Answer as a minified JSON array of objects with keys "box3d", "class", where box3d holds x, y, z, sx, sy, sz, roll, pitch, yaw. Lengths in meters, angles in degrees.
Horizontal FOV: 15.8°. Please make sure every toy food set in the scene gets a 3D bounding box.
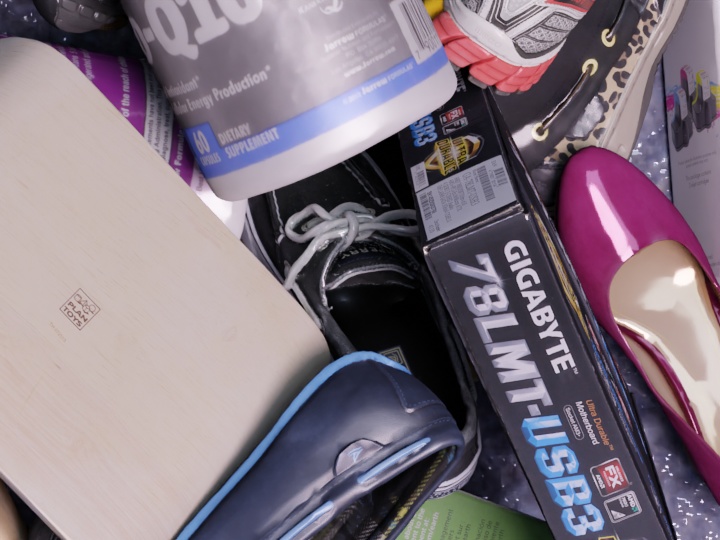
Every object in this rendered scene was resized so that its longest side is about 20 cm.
[{"box3d":[-0.122,0.021,1.048,0.200,0.060,0.144,47,63,-8],"class":"toy food set"}]

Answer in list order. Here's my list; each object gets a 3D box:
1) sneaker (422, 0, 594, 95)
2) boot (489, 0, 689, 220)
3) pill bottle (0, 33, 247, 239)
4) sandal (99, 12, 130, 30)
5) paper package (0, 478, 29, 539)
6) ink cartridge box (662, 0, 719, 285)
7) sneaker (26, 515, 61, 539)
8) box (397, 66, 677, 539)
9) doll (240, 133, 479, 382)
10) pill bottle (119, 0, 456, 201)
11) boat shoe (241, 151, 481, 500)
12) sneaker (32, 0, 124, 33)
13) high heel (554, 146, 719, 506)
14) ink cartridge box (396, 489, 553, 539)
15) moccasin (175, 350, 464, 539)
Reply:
[{"box3d":[0.095,-0.159,1.130,0.078,0.082,0.200,32,44,-8],"class":"sneaker"},{"box3d":[0.074,-0.138,1.215,0.150,0.073,0.201,21,85,-31],"class":"boot"},{"box3d":[-0.155,-0.047,1.128,0.199,0.112,0.113,10,81,-16],"class":"pill bottle"},{"box3d":[-0.131,-0.132,1.166,0.199,0.082,0.055,-11,107,-16],"class":"sandal"},{"box3d":[-0.213,0.178,1.091,0.190,0.103,0.200,-28,92,-20],"class":"paper package"},{"box3d":[0.214,-0.095,1.272,0.115,0.068,0.201,-2,85,-18],"class":"ink cartridge box"},{"box3d":[-0.073,0.152,1.119,0.200,0.079,0.074,35,77,-40],"class":"sneaker"},{"box3d":[0.075,0.026,1.099,0.050,0.199,0.200,-22,112,8],"class":"box"},{"box3d":[-0.001,-0.032,1.208,0.136,0.048,0.200,-26,90,-26],"class":"doll"},{"box3d":[-0.051,-0.140,1.051,0.114,0.114,0.200,-28,99,-18],"class":"pill bottle"},{"box3d":[-0.003,0.001,1.117,0.073,0.068,0.200,-14,65,-12],"class":"boat shoe"},{"box3d":[-0.143,-0.194,1.122,0.076,0.087,0.201,14,68,-57],"class":"sneaker"},{"box3d":[0.157,0.033,1.200,0.067,0.096,0.200,-36,111,-8],"class":"high heel"},{"box3d":[-0.001,0.119,1.163,0.200,0.104,0.059,21,78,-14],"class":"ink cartridge box"},{"box3d":[-0.035,0.125,1.027,0.200,0.068,0.080,-57,146,4],"class":"moccasin"}]
